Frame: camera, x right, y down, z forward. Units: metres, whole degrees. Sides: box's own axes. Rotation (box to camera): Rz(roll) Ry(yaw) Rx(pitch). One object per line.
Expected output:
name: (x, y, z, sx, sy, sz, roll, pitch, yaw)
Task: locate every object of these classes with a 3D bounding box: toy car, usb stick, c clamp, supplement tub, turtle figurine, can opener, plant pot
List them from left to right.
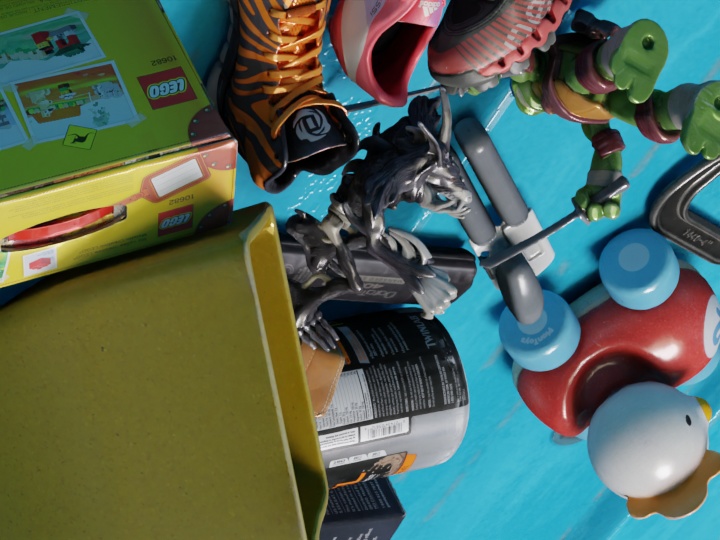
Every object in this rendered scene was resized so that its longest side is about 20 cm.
plant pot: (-0.137, 0.080, 1.266, 0.200, 0.194, 0.196, -10, -173, 4)
supplement tub: (-0.032, 0.100, 1.562, 0.200, 0.123, 0.123, -9, 142, -25)
usb stick: (0.000, 0.000, 1.535, 0.200, 0.033, 0.055, 4, 141, -39)
can opener: (0.101, -0.036, 1.537, 0.053, 0.066, 0.200, -33, 141, 0)
turtle figurine: (0.131, -0.086, 1.365, 0.200, 0.144, 0.194, -27, -169, -27)
toy car: (0.232, 0.106, 1.691, 0.177, 0.200, 0.184, -32, 147, 5)
c clamp: (0.322, -0.067, 1.689, 0.171, 0.027, 0.200, -41, 146, 27)

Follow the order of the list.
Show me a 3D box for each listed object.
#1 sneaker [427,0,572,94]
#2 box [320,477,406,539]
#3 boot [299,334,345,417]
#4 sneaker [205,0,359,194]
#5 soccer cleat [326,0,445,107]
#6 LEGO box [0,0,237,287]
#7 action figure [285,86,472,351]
sneaker: (0.102, -0.199, 1.293, 0.200, 0.071, 0.098, -47, 132, 2)
box: (-0.093, 0.205, 1.670, 0.200, 0.107, 0.148, -3, 139, -34)
boot: (-0.080, 0.039, 1.428, 0.155, 0.074, 0.200, 16, 114, -18)
sneaker: (-0.034, -0.126, 1.271, 0.078, 0.112, 0.200, -14, 144, -21)
soccer cleat: (0.035, -0.190, 1.264, 0.067, 0.076, 0.200, -4, 135, -32)
LEGO box: (-0.189, -0.076, 1.193, 0.200, 0.149, 0.077, -16, 144, -18)
action figure: (0.022, -0.032, 1.339, 0.102, 0.119, 0.200, 32, 140, -12)
